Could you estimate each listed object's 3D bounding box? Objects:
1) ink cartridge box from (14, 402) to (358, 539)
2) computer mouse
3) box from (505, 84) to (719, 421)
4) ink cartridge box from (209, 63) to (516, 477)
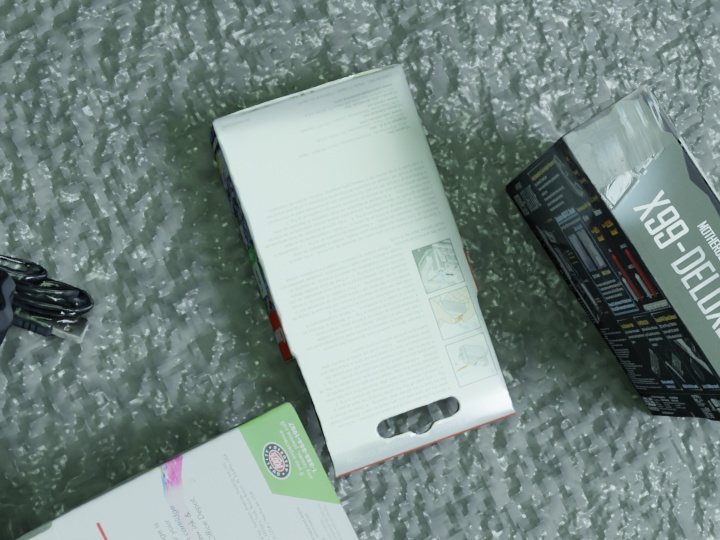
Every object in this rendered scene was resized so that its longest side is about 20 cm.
[{"bbox_3d":[-0.096,0.158,0.806,0.200,0.067,0.117,-23,85,-43],"label":"ink cartridge box"},{"bbox_3d":[-0.207,0.020,0.796,0.138,0.200,0.053,24,95,-6],"label":"computer mouse"},{"bbox_3d":[0.147,-0.001,0.839,0.050,0.200,0.158,-33,88,-4],"label":"box"},{"bbox_3d":[0.000,0.000,0.895,0.109,0.050,0.200,-18,87,-10],"label":"ink cartridge box"}]
